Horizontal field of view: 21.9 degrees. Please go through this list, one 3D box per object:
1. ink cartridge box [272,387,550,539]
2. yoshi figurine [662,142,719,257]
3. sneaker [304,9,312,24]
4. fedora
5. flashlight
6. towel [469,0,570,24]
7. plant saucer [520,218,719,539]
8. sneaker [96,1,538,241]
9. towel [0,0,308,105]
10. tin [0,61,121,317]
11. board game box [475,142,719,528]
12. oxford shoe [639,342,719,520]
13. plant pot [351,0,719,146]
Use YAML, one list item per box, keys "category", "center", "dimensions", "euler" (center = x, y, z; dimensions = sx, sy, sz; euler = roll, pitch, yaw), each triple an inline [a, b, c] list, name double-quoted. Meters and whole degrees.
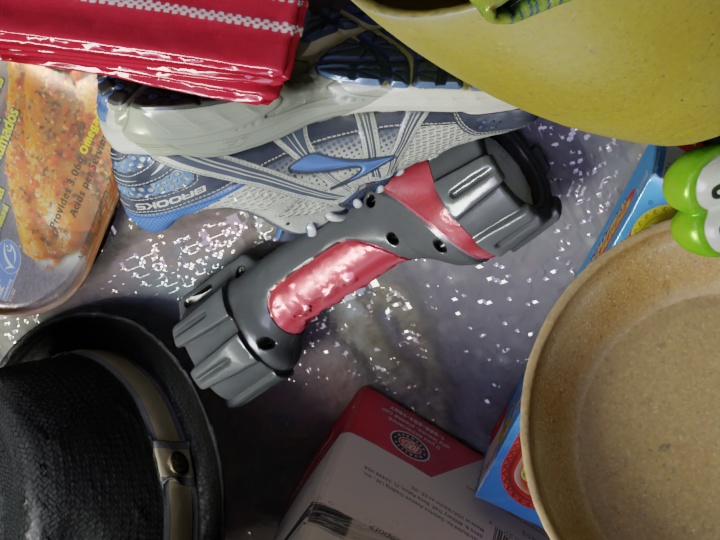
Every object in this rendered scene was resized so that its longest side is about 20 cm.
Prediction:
- category: "ink cartridge box"
  center: [0.022, 0.169, 0.891]
  dimensions: [0.144, 0.200, 0.085]
  euler: [31, 121, -4]
- category: "yoshi figurine"
  center: [0.225, -0.043, 0.747]
  dimensions: [0.199, 0.112, 0.113]
  euler: [-19, 76, -2]
- category: "sneaker"
  center: [-0.066, -0.127, 0.821]
  dimensions: [0.074, 0.087, 0.201]
  euler: [-12, 113, 22]
- category: "fedora"
  center: [-0.158, 0.119, 0.917]
  dimensions: [0.200, 0.091, 0.202]
  euler: [-5, 81, 36]
- category: "flashlight"
  center: [0.000, 0.000, 0.885]
  dimensions: [0.200, 0.068, 0.068]
  euler: [-35, 115, 27]
- category: "towel"
  center: [0.063, -0.177, 0.641]
  dimensions: [0.143, 0.201, 0.023]
  euler: [-28, 142, 3]
- category: "plant saucer"
  center: [0.164, 0.072, 0.772]
  dimensions: [0.199, 0.201, 0.035]
  euler: [15, 157, 5]
- category: "sneaker"
  center: [-0.016, -0.060, 0.797]
  dimensions: [0.199, 0.077, 0.086]
  euler: [-7, 128, -17]
- category: "towel"
  center: [-0.078, -0.166, 0.760]
  dimensions: [0.144, 0.201, 0.023]
  euler: [9, 158, 8]
- category: "tin"
  center: [-0.162, -0.068, 0.905]
  dimensions: [0.111, 0.042, 0.201]
  euler: [25, 121, -5]
- category: "board game box"
  center: [0.183, 0.062, 0.878]
  dimensions: [0.195, 0.056, 0.201]
  euler: [24, 121, 0]
- category: "oxford shoe"
  center: [0.169, 0.127, 0.806]
  dimensions: [0.073, 0.071, 0.201]
  euler: [-19, 84, 17]
- category: "plant pot"
  center: [0.107, -0.132, 0.733]
  dimensions: [0.199, 0.201, 0.142]
  euler: [-26, 130, 25]
